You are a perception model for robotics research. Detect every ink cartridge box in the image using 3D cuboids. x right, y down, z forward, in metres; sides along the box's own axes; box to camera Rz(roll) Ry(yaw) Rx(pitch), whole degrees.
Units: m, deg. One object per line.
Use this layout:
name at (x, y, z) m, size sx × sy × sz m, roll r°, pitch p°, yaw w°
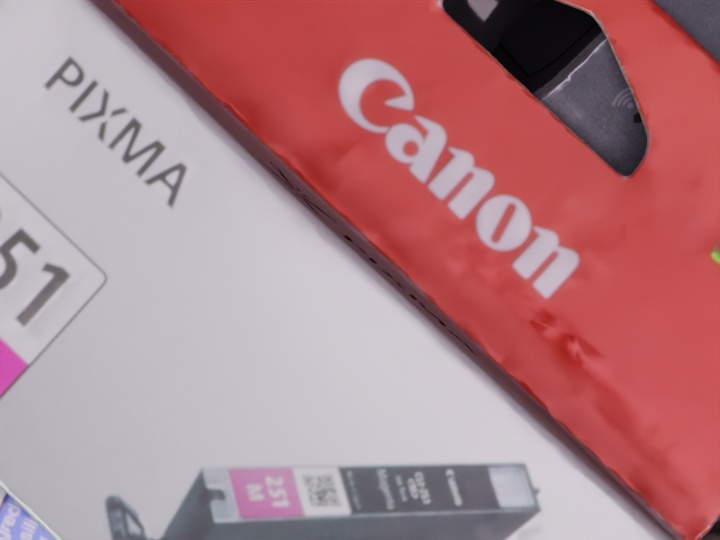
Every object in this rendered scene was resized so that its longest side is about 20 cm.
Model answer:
ink cartridge box at (0.000, 0.000, 0.644) m, size 0.200 × 0.044 × 0.174 m, roll 43°, pitch 97°, yaw 5°

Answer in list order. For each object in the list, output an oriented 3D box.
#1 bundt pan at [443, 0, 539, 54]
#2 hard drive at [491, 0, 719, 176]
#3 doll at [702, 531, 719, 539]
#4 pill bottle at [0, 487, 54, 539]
bundt pan at (0.037, -0.124, 0.723) m, size 0.201 × 0.076 × 0.202 m, roll 0°, pitch 98°, yaw -3°
hard drive at (0.143, -0.035, 0.721) m, size 0.140 × 0.033 × 0.200 m, roll -44°, pitch 125°, yaw 5°
doll at (0.084, 0.110, 0.699) m, size 0.136 × 0.200 × 0.049 m, roll -26°, pitch 97°, yaw 17°
pill bottle at (-0.101, 0.053, 0.726) m, size 0.200 × 0.112 × 0.112 m, roll 26°, pitch 97°, yaw -6°
